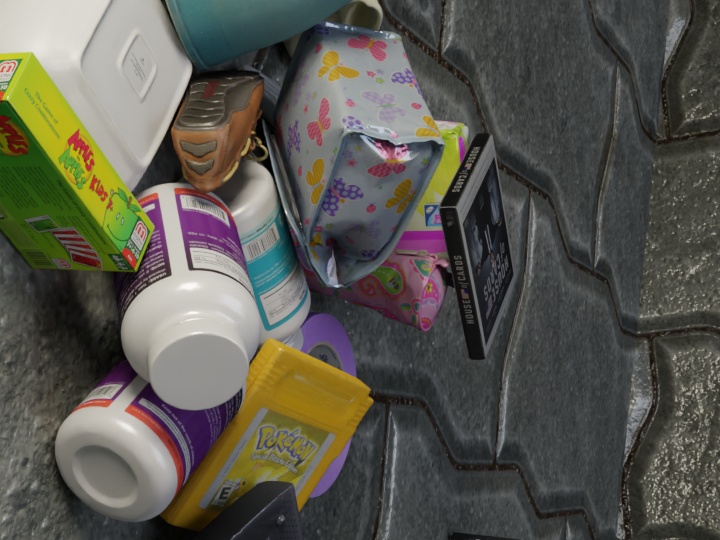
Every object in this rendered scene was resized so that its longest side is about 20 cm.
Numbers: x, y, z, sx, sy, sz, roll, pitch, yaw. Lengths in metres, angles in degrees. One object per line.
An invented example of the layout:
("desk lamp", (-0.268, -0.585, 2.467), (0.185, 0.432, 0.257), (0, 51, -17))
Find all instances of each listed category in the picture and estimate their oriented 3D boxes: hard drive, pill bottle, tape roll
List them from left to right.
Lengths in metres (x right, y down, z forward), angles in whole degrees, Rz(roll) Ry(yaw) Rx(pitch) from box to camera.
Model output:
("pill bottle", (-0.173, 0.120, 1.177), (0.200, 0.112, 0.113), (-53, 138, -52))
("pill bottle", (-0.146, 0.022, 1.111), (0.200, 0.112, 0.113), (-110, -178, -52))
("hard drive", (-0.133, 0.300, 1.273), (0.200, 0.042, 0.135), (-42, 141, -34))
("pill bottle", (-0.114, 0.001, 1.305), (0.111, 0.110, 0.201), (-61, 145, -45))
("tape roll", (-0.072, 0.145, 1.467), (0.200, 0.065, 0.201), (2, 90, -67))

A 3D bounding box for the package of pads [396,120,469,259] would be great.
("package of pads", (0.027, -0.091, 1.504), (0.068, 0.199, 0.155), (-41, 128, -67))

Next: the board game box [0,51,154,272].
("board game box", (-0.247, -0.077, 1.008), (0.200, 0.101, 0.048), (62, 37, -49))

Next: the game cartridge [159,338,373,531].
("game cartridge", (-0.088, 0.177, 1.322), (0.200, 0.032, 0.176), (-55, 141, 5))

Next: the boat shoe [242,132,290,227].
("boat shoe", (-0.119, -0.115, 1.347), (0.200, 0.070, 0.067), (49, 49, -47))

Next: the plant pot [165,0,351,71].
("plant pot", (-0.078, -0.299, 1.190), (0.200, 0.187, 0.201), (-14, 90, -85))

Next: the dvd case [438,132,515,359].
("dvd case", (0.131, -0.026, 1.465), (0.151, 0.025, 0.201), (-62, 145, -48))

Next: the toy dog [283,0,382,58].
("toy dog", (-0.017, -0.332, 1.470), (0.194, 0.139, 0.201), (75, 26, -61))

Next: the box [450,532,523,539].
("box", (0.197, 0.535, 2.035), (0.200, 0.123, 0.197), (63, 36, -49))

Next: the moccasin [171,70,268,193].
("moccasin", (-0.122, -0.128, 1.196), (0.202, 0.073, 0.078), (-92, 179, -64))

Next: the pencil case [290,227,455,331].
("pencil case", (0.000, 0.000, 1.450), (0.087, 0.199, 0.088), (-50, 149, -46))

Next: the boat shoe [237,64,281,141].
("boat shoe", (-0.079, -0.128, 1.417), (0.200, 0.071, 0.072), (47, 17, -28))

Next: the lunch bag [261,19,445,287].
("lunch bag", (-0.022, -0.105, 1.264), (0.200, 0.126, 0.170), (115, -31, -42))

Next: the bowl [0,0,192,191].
("bowl", (-0.214, -0.170, 1.111), (0.200, 0.074, 0.200), (63, 36, -45))
